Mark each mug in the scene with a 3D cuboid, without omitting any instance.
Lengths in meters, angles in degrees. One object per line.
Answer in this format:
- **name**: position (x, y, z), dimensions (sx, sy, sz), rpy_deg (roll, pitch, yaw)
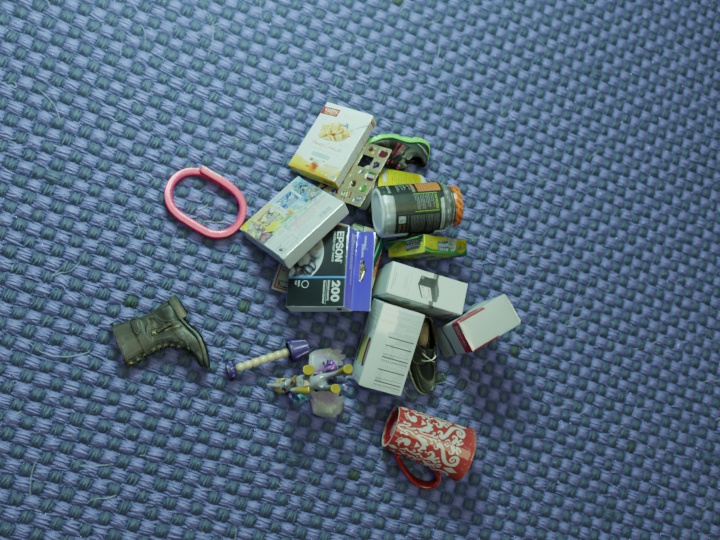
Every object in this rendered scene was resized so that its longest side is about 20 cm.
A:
- **mug**: position (0.155, 0.430, 1.637), dimensions (0.199, 0.133, 0.178), rpy_deg (23, 76, -8)

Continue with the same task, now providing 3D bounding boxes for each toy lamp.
- **toy lamp**: position (-0.217, 0.207, 1.599), dimensions (0.199, 0.058, 0.059), rpy_deg (-15, 87, -14)

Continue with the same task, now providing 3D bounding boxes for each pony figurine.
- **pony figurine**: position (-0.098, 0.257, 1.574), dimensions (0.192, 0.200, 0.167), rpy_deg (3, 75, -31)

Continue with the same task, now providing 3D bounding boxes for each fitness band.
- **fitness band**: position (-0.368, -0.161, 1.614), dimensions (0.199, 0.037, 0.144), rpy_deg (32, 79, -9)

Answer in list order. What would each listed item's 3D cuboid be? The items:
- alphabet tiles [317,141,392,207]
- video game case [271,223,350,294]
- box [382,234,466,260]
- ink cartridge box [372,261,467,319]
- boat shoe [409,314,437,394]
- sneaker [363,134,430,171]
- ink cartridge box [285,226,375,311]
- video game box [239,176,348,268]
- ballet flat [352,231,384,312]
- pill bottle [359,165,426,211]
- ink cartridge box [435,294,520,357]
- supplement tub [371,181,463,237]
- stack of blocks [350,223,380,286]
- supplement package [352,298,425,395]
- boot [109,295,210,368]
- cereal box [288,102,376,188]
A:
- **alphabet tiles**: position (-0.044, -0.252, 1.664), dimensions (0.199, 0.008, 0.168), rpy_deg (22, 75, 28)
- **video game case**: position (-0.119, -0.030, 1.640), dimensions (0.142, 0.017, 0.201), rpy_deg (15, 79, 17)
- **box**: position (0.157, -0.055, 1.657), dimensions (0.199, 0.117, 0.049), rpy_deg (6, 81, -45)
- **ink cartridge box**: position (0.141, 0.051, 1.668), dimensions (0.199, 0.145, 0.084), rpy_deg (17, 79, -13)
- **boat shoe**: position (0.159, 0.210, 1.696), dimensions (0.071, 0.068, 0.201), rpy_deg (-1, 85, -17)
- **sneaker**: position (0.087, -0.298, 1.733), dimensions (0.199, 0.077, 0.084), rpy_deg (0, 79, -14)
- **ink cartridge box**: position (-0.069, -0.004, 1.587), dimensions (0.199, 0.043, 0.199), rpy_deg (-1, 73, 13)
- **video game box**: position (-0.158, -0.117, 1.601), dimensions (0.200, 0.047, 0.182), rpy_deg (-44, 51, -15)
- **ballet flat**: position (0.000, 0.000, 1.626), dimensions (0.065, 0.071, 0.201), rpy_deg (15, 75, 15)
- **pill bottle**: position (0.098, -0.193, 1.703), dimensions (0.199, 0.112, 0.113), rpy_deg (8, 81, -14)
- **ink cartridge box**: position (0.278, 0.139, 1.669), dimensions (0.145, 0.200, 0.084), rpy_deg (-28, 87, -17)
- **supplement tub**: position (0.133, -0.145, 1.600), dimensions (0.199, 0.123, 0.123), rpy_deg (-5, 85, -12)
- **stack of blocks**: position (-0.020, -0.010, 1.676), dimensions (0.115, 0.059, 0.201), rpy_deg (17, 79, -12)
- **supplement package**: position (0.063, 0.182, 1.632), dimensions (0.109, 0.114, 0.201), rpy_deg (17, 90, -12)
- **boot**: position (-0.453, 0.170, 1.540), dimensions (0.174, 0.069, 0.201), rpy_deg (-31, 88, -11)
- **cereal box**: position (-0.069, -0.312, 1.673), dimensions (0.143, 0.040, 0.201), rpy_deg (22, 75, 26)
